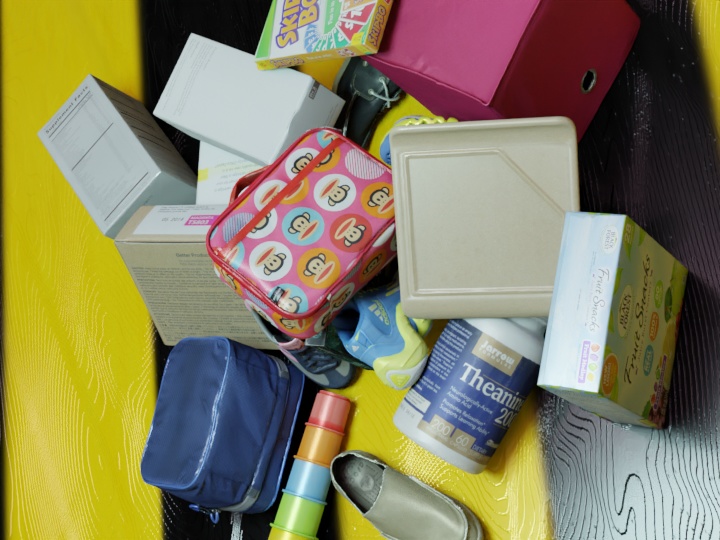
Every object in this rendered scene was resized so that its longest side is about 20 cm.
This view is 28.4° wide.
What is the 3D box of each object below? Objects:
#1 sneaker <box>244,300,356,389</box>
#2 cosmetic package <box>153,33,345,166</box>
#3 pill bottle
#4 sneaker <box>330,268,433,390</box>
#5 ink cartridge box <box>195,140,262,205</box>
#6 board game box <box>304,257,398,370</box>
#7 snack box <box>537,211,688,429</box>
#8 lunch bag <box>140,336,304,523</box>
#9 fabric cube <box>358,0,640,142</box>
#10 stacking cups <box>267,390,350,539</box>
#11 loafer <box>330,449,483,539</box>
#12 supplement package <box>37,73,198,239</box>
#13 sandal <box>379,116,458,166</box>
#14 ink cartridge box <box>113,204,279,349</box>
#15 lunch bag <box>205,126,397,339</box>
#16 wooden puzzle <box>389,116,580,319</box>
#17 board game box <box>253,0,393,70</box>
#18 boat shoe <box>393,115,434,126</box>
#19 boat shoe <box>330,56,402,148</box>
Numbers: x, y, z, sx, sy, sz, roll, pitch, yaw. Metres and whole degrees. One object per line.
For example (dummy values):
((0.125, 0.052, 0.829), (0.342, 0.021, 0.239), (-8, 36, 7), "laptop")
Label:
((-0.069, 0.074, 1.555), (0.070, 0.200, 0.082), (-30, 31, 15), "sneaker")
((-0.130, -0.188, 1.644), (0.199, 0.081, 0.113), (27, 90, 33), "cosmetic package")
((0.128, 0.101, 1.482), (0.111, 0.111, 0.201), (32, 93, 34), "pill bottle")
((0.025, 0.036, 1.521), (0.076, 0.105, 0.200), (-51, 18, 28), "sneaker")
((-0.116, -0.120, 1.712), (0.144, 0.083, 0.201), (-6, 72, 29), "ink cartridge box")
((0.000, 0.000, 1.575), (0.028, 0.135, 0.201), (3, 76, 32), "board game box")
((0.247, 0.052, 1.372), (0.067, 0.200, 0.170), (4, 78, 32), "snack box")
((-0.149, 0.184, 1.610), (0.136, 0.132, 0.201), (0, 72, 52), "lunch bag")
((0.148, -0.256, 1.526), (0.200, 0.199, 0.197), (29, 90, 34), "fabric cube")
((-0.053, 0.236, 1.590), (0.060, 0.060, 0.201), (12, 77, 33), "stacking cups")
((0.039, 0.252, 1.515), (0.199, 0.068, 0.076), (25, 89, 34), "loafer")
((-0.301, -0.134, 1.812), (0.114, 0.109, 0.200), (-45, 58, 12), "supplement package")
((0.113, -0.095, 1.444), (0.199, 0.080, 0.087), (16, 68, 5), "sandal")
((-0.160, 0.007, 1.642), (0.199, 0.165, 0.075), (1, 39, 27), "ink cartridge box")
((-0.058, -0.047, 1.473), (0.176, 0.082, 0.200), (37, 72, 20), "lunch bag")
((0.126, -0.050, 1.404), (0.184, 0.037, 0.201), (-2, 105, 16), "wooden puzzle")
((-0.044, -0.270, 1.532), (0.199, 0.030, 0.096), (-1, 68, 50), "board game box")
((0.094, -0.085, 1.511), (0.200, 0.070, 0.071), (51, 127, 14), "boat shoe")
((0.015, -0.220, 1.670), (0.067, 0.072, 0.201), (16, 82, 37), "boat shoe")
